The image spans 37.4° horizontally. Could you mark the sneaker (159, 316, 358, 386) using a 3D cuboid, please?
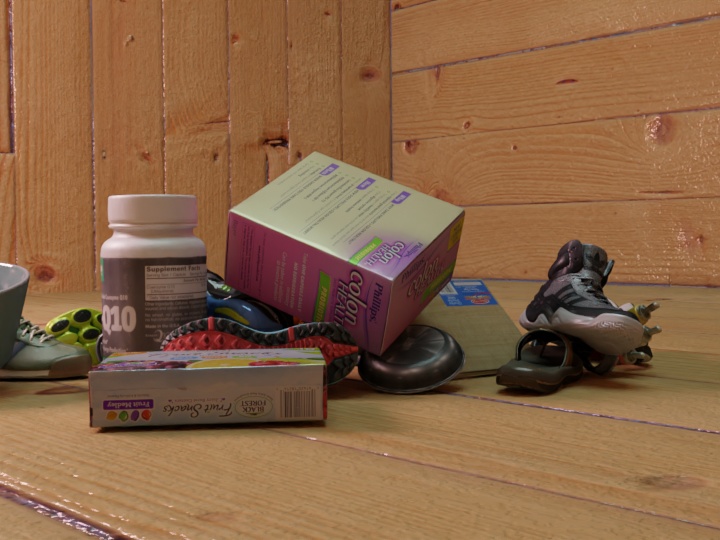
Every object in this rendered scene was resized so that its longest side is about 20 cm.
[{"bbox_3d":[-0.103,0.098,1.076,0.197,0.080,0.096,2,-17,-1],"label":"sneaker"}]

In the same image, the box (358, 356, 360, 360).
[{"bbox_3d":[0.059,0.090,1.333,0.158,0.047,0.199,-2,3,-33],"label":"box"}]

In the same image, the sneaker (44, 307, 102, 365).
[{"bbox_3d":[-0.333,0.089,1.360,0.083,0.075,0.199,-20,-9,25],"label":"sneaker"}]

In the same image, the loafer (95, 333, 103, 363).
[{"bbox_3d":[-0.215,0.085,1.285,0.197,0.073,0.063,-3,-4,-1],"label":"loafer"}]

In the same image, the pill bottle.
[{"bbox_3d":[-0.220,0.022,1.138,0.112,0.203,0.113,-1,2,0],"label":"pill bottle"}]

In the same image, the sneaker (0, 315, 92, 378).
[{"bbox_3d":[-0.407,0.076,1.220,0.198,0.091,0.067,0,1,5],"label":"sneaker"}]

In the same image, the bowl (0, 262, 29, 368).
[{"bbox_3d":[-0.444,0.063,1.117,0.198,0.106,0.201,-3,14,1],"label":"bowl"}]

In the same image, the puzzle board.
[{"bbox_3d":[0.099,0.067,1.234,0.198,0.017,0.151,-1,42,-34],"label":"puzzle board"}]

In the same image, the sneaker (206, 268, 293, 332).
[{"bbox_3d":[-0.144,0.044,1.201,0.082,0.072,0.199,0,14,-37],"label":"sneaker"}]

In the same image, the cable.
[{"bbox_3d":[0.266,0.095,1.244,0.050,0.098,0.200,35,-29,-13],"label":"cable"}]

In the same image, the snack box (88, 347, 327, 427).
[{"bbox_3d":[-0.131,0.102,0.948,0.197,0.054,0.142,-1,0,-5],"label":"snack box"}]

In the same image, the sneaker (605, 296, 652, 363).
[{"bbox_3d":[0.300,0.085,1.328,0.084,0.075,0.200,-21,4,-2],"label":"sneaker"}]

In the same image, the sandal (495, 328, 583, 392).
[{"bbox_3d":[0.189,0.091,1.135,0.081,0.055,0.200,3,3,23],"label":"sandal"}]

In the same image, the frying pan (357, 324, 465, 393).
[{"bbox_3d":[0.027,0.079,1.134,0.114,0.031,0.189,-29,34,-34],"label":"frying pan"}]

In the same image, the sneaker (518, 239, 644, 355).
[{"bbox_3d":[0.252,0.025,1.173,0.075,0.115,0.200,27,-9,-19],"label":"sneaker"}]

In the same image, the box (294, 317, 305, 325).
[{"bbox_3d":[-0.037,0.050,1.406,0.199,0.137,0.039,-3,46,-40],"label":"box"}]

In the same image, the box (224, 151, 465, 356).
[{"bbox_3d":[-0.016,-0.025,1.153,0.198,0.098,0.176,22,36,20],"label":"box"}]
